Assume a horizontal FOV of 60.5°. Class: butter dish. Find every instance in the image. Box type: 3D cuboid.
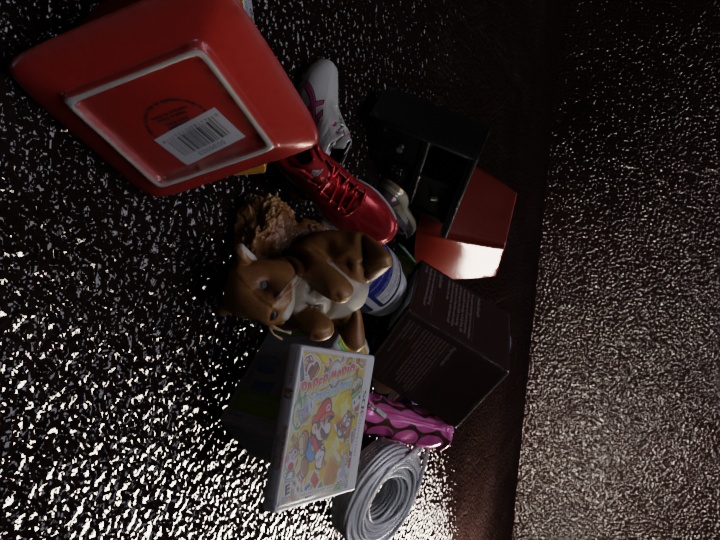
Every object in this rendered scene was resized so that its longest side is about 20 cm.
[{"bbox_3d":[-0.161,-0.184,0.553,0.200,0.197,0.150,52,26,-57],"label":"butter dish"}]

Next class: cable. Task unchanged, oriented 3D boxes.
[{"bbox_3d":[0.031,0.406,1.127,0.198,0.069,0.204,-2,109,-46],"label":"cable"}]

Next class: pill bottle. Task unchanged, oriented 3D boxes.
[{"bbox_3d":[0.000,0.000,0.972,0.200,0.114,0.118,42,58,-60],"label":"pill bottle"}]

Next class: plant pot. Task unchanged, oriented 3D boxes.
[{"bbox_3d":[0.221,-0.095,1.290,0.201,0.173,0.203,83,24,-62],"label":"plant pot"}]

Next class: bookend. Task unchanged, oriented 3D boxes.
[{"bbox_3d":[0.103,-0.190,1.107,0.200,0.197,0.093,107,10,-50],"label":"bookend"}]

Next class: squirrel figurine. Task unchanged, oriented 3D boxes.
[{"bbox_3d":[-0.090,0.002,0.746,0.184,0.201,0.143,-7,134,-38],"label":"squirrel figurine"}]

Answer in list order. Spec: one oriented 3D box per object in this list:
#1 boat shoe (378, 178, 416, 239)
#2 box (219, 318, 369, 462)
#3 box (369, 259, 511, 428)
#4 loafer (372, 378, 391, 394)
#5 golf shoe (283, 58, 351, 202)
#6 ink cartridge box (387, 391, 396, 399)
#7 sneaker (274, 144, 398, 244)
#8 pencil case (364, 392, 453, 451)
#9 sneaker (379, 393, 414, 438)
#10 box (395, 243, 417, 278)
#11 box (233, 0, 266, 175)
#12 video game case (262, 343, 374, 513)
[{"bbox_3d":[0.056,-0.099,1.128,0.065,0.072,0.200,-49,162,-7],"label":"boat shoe"},{"bbox_3d":[-0.081,0.151,0.837,0.202,0.111,0.102,-63,147,-33],"label":"box"},{"bbox_3d":[0.136,0.126,1.085,0.165,0.198,0.167,-56,-174,32],"label":"box"},{"bbox_3d":[0.081,0.183,1.233,0.199,0.076,0.069,-21,151,-51],"label":"loafer"},{"bbox_3d":[-0.046,-0.194,0.859,0.072,0.091,0.204,12,84,-63],"label":"golf shoe"},{"bbox_3d":[0.143,0.230,1.328,0.202,0.113,0.068,-63,148,-37],"label":"ink cartridge box"},{"bbox_3d":[-0.038,-0.099,0.763,0.079,0.199,0.116,-55,-179,5],"label":"sneaker"},{"bbox_3d":[0.071,0.263,1.088,0.094,0.197,0.092,131,-32,-51],"label":"pencil case"},{"bbox_3d":[0.063,0.316,1.218,0.072,0.072,0.203,14,100,-42],"label":"sneaker"},{"bbox_3d":[0.121,0.038,1.236,0.048,0.118,0.201,-36,142,-5],"label":"box"},{"bbox_3d":[-0.130,-0.217,0.673,0.119,0.041,0.204,-104,-169,-68],"label":"box"},{"bbox_3d":[-0.044,0.191,0.772,0.199,0.023,0.186,22,75,-62],"label":"video game case"}]
